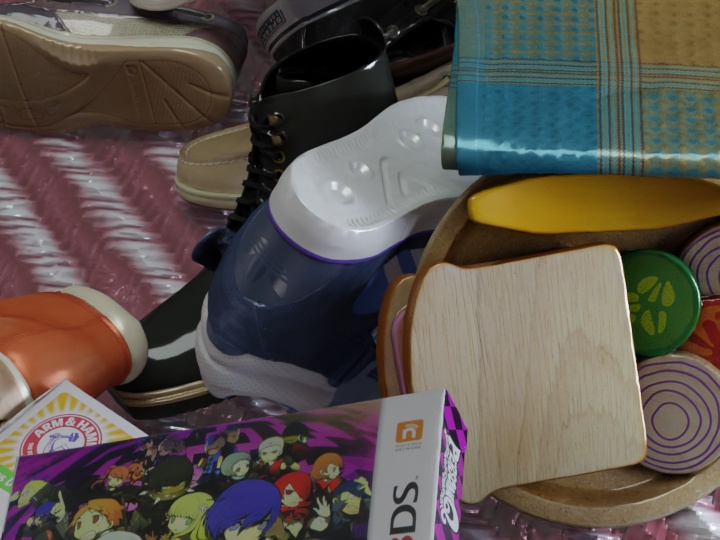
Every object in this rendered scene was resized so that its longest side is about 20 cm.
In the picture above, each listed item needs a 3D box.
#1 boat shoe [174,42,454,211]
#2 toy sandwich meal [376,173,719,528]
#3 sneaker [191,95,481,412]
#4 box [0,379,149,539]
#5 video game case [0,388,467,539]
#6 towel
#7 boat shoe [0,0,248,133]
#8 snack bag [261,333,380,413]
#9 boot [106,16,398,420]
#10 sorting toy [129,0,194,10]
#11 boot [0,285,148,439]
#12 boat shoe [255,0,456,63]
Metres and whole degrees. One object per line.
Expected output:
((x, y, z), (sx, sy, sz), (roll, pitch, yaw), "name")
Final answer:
((-0.013, -0.081, 1.445), (0.199, 0.065, 0.072), (-9, 26, 25), "boat shoe")
((0.107, 0.031, 1.251), (0.204, 0.206, 0.070), (-15, 8, -3), "toy sandwich meal")
((0.000, 0.000, 1.326), (0.081, 0.147, 0.200), (46, 36, 20), "sneaker")
((-0.095, 0.155, 1.218), (0.200, 0.113, 0.101), (30, 58, 36), "box")
((-0.059, 0.140, 1.102), (0.199, 0.036, 0.182), (-9, 46, 18), "video game case")
((0.139, -0.088, 1.268), (0.199, 0.022, 0.147), (3, 40, 5), "towel")
((-0.157, -0.122, 1.547), (0.199, 0.072, 0.065), (4, 35, 20), "boat shoe")
((0.028, 0.023, 1.388), (0.199, 0.021, 0.189), (20, 53, 35), "snack bag")
((-0.056, -0.029, 1.352), (0.200, 0.139, 0.077), (-35, 42, -18), "boot")
((-0.039, -0.202, 1.523), (0.180, 0.107, 0.200), (-37, 13, -35), "sorting toy")
((-0.187, 0.048, 1.357), (0.107, 0.075, 0.199), (-29, 20, -33), "boot")
((0.036, -0.148, 1.536), (0.199, 0.071, 0.064), (-27, 78, -26), "boat shoe")
